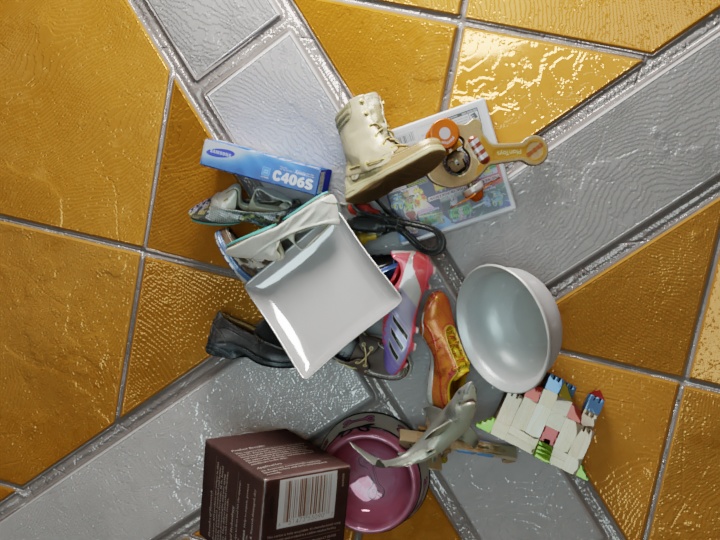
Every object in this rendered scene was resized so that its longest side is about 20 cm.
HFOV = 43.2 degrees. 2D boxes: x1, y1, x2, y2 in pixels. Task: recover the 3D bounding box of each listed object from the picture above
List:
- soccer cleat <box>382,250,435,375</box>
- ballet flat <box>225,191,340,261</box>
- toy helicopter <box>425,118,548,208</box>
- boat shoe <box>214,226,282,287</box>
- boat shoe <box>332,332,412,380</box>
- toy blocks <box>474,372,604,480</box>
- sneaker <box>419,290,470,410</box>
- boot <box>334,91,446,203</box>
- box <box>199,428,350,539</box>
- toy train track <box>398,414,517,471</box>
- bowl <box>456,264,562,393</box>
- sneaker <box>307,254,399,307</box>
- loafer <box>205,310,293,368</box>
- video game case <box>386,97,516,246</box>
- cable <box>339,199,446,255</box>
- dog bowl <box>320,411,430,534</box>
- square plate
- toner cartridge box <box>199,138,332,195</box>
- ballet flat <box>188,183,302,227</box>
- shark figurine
[{"bbox_3d":[0.059,0.065,1.435,0.075,0.067,0.204,13,105,-11],"label":"soccer cleat"},{"bbox_3d":[-0.119,-0.053,1.437,0.197,0.069,0.070,-27,91,6],"label":"ballet flat"},{"bbox_3d":[0.194,-0.168,1.407,0.195,0.079,0.135,-5,90,-2],"label":"toy helicopter"},{"bbox_3d":[-0.160,-0.001,1.511,0.072,0.072,0.201,-38,99,6],"label":"boat shoe"},{"bbox_3d":[-0.009,0.129,1.499,0.197,0.060,0.073,27,99,6],"label":"boat shoe"},{"bbox_3d":[0.299,0.227,1.450,0.197,0.100,0.139,25,88,6],"label":"toy blocks"},{"bbox_3d":[0.144,0.131,1.459,0.076,0.072,0.204,3,108,44],"label":"sneaker"},{"bbox_3d":[0.039,-0.206,1.400,0.198,0.072,0.159,-24,70,45],"label":"boot"},{"bbox_3d":[-0.139,0.368,1.449,0.199,0.163,0.168,15,102,53],"label":"box"},{"bbox_3d":[0.157,0.292,1.486,0.196,0.116,0.033,10,132,-6],"label":"toy train track"},{"bbox_3d":[0.247,0.081,1.414,0.200,0.089,0.205,27,124,48],"label":"bowl"},{"bbox_3d":[0.000,0.000,1.480,0.197,0.070,0.079,-21,62,-3],"label":"sneaker"},{"bbox_3d":[-0.163,0.118,1.520,0.196,0.073,0.074,9,93,7],"label":"loafer"},{"bbox_3d":[0.132,-0.157,1.464,0.196,0.023,0.186,-17,93,10],"label":"video game case"},{"bbox_3d":[0.048,-0.077,1.467,0.196,0.050,0.099,9,83,15],"label":"cable"},{"bbox_3d":[0.016,0.343,1.511,0.196,0.074,0.205,1,96,9],"label":"dog bowl"},{"bbox_3d":[-0.060,0.038,1.430,0.197,0.028,0.201,-38,64,2],"label":"square plate"},{"bbox_3d":[-0.151,-0.167,1.474,0.196,0.095,0.044,15,97,7],"label":"toner cartridge box"},{"bbox_3d":[-0.186,-0.108,1.497,0.196,0.072,0.074,7,97,3],"label":"ballet flat"},{"bbox_3d":[0.099,0.253,1.432,0.213,0.090,0.129,-34,133,1],"label":"shark figurine"}]
